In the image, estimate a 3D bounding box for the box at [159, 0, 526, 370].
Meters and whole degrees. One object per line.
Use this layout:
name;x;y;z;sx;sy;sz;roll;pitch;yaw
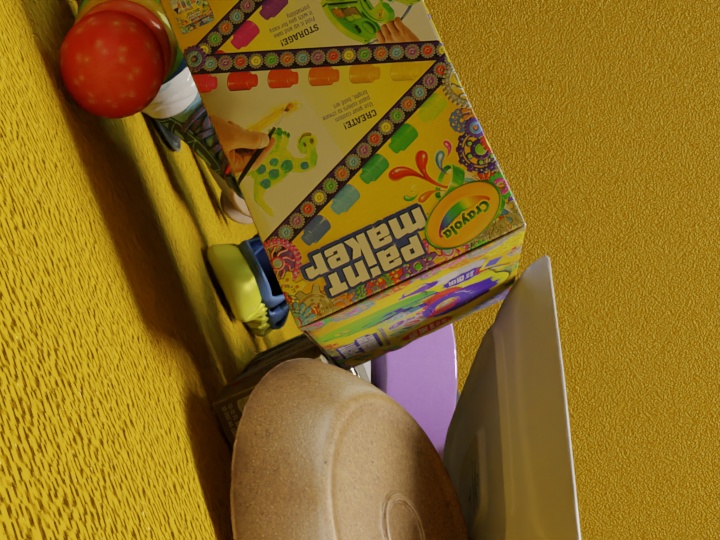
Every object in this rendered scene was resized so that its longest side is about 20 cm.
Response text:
box;-0.005;-0.064;0.691;0.200;0.121;0.194;64;3;-79

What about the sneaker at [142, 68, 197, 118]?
sneaker;-0.164;-0.209;0.870;0.080;0.070;0.202;58;9;-72

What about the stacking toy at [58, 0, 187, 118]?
stacking toy;-0.131;-0.129;0.708;0.200;0.084;0.086;-97;165;-67

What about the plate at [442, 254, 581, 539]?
plate;0.077;0.127;0.716;0.201;0.032;0.201;103;-10;-49

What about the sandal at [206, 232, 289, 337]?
sandal;-0.067;0.004;1.024;0.200;0.086;0.080;130;-65;-88

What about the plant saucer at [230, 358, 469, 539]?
plant saucer;0.009;0.136;0.624;0.200;0.035;0.202;42;37;-43

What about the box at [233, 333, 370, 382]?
box;-0.035;0.084;0.883;0.200;0.081;0.069;-179;-114;-88

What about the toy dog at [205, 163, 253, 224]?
toy dog;-0.115;-0.140;1.215;0.132;0.096;0.202;38;-27;57

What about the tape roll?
tape roll;0.010;0.088;1.065;0.200;0.065;0.203;-178;-90;-67

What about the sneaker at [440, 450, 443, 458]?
sneaker;0.076;0.155;1.067;0.200;0.074;0.082;-156;-119;-66

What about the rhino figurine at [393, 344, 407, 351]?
rhino figurine;0.000;0.000;0.863;0.200;0.087;0.060;36;-30;61

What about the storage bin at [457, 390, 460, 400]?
storage bin;0.007;0.143;1.242;0.134;0.145;0.202;1;63;-60

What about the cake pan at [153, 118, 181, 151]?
cake pan;-0.177;-0.198;1.031;0.200;0.036;0.202;157;-89;-90

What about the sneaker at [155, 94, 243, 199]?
sneaker;-0.082;-0.101;0.936;0.199;0.080;0.096;31;20;-19

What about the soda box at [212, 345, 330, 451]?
soda box;-0.013;0.149;0.709;0.064;0.067;0.202;-126;-167;-86
